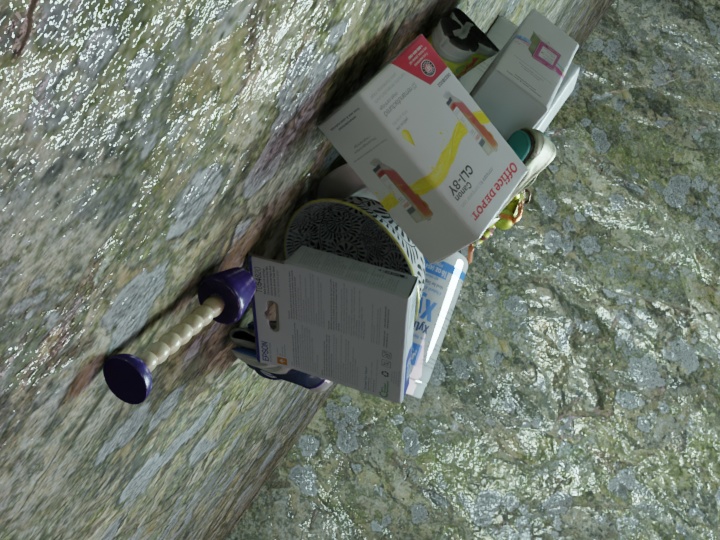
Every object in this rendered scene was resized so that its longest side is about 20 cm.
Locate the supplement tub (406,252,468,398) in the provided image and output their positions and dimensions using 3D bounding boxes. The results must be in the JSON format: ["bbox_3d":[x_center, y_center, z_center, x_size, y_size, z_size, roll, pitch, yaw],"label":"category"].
[{"bbox_3d":[0.056,0.058,1.302,0.132,0.131,0.202,63,46,-82],"label":"supplement tub"}]

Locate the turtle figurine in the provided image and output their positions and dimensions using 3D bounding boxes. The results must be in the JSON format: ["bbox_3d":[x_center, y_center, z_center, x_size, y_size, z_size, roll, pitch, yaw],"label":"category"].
[{"bbox_3d":[0.199,-0.111,1.301,0.162,0.064,0.201,-79,-172,-46],"label":"turtle figurine"}]

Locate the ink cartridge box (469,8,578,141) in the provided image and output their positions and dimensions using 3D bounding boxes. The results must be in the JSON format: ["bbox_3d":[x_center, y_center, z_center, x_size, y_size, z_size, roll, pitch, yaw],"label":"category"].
[{"bbox_3d":[0.192,-0.226,1.244,0.145,0.084,0.200,-51,-177,42],"label":"ink cartridge box"}]

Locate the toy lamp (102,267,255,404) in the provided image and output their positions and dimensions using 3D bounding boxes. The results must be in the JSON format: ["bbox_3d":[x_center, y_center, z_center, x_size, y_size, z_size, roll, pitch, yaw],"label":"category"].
[{"bbox_3d":[-0.170,0.056,0.961,0.200,0.058,0.058,-47,170,-51],"label":"toy lamp"}]

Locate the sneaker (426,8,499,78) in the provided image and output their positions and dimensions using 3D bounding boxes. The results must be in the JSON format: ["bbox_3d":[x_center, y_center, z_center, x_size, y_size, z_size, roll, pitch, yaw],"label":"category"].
[{"bbox_3d":[0.114,-0.281,1.253,0.090,0.078,0.200,-47,173,26],"label":"sneaker"}]

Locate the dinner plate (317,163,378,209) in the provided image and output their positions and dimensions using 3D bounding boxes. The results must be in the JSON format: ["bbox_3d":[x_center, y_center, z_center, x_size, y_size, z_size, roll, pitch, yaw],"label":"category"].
[{"bbox_3d":[0.044,-0.091,1.222,0.200,0.198,0.024,109,-19,-65],"label":"dinner plate"}]

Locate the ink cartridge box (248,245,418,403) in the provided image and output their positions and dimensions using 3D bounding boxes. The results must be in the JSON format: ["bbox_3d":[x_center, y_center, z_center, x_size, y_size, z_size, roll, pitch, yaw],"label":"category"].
[{"bbox_3d":[-0.033,0.061,1.163,0.201,0.198,0.041,93,17,-46],"label":"ink cartridge box"}]

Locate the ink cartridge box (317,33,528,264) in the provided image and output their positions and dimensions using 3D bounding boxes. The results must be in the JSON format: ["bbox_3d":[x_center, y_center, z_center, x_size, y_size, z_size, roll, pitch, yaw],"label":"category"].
[{"bbox_3d":[0.074,-0.133,1.060,0.083,0.200,0.145,-28,-164,48],"label":"ink cartridge box"}]

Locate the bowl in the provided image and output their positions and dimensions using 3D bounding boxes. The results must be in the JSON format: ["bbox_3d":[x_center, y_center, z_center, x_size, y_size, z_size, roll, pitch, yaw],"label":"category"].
[{"bbox_3d":[0.011,-0.017,1.199,0.094,0.200,0.201,-40,165,-42],"label":"bowl"}]

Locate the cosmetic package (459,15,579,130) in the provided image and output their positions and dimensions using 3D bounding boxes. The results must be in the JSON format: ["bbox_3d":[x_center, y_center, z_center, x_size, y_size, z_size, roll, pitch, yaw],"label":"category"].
[{"bbox_3d":[0.251,-0.293,1.666,0.201,0.166,0.167,-55,172,2],"label":"cosmetic package"}]

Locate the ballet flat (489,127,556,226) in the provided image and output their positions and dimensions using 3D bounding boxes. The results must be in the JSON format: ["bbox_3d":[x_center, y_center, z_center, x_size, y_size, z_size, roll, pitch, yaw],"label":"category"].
[{"bbox_3d":[0.163,-0.089,1.177,0.062,0.068,0.200,14,132,-41],"label":"ballet flat"}]

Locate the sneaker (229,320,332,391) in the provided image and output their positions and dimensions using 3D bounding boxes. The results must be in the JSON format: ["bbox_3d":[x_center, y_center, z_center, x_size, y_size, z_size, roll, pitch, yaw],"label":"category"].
[{"bbox_3d":[-0.135,0.101,1.340,0.199,0.146,0.081,15,-105,51],"label":"sneaker"}]

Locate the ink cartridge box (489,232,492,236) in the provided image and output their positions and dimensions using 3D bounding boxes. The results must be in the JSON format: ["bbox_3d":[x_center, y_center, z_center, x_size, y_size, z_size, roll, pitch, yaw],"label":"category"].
[{"bbox_3d":[0.127,-0.132,1.444,0.116,0.067,0.202,-24,-121,43],"label":"ink cartridge box"}]
